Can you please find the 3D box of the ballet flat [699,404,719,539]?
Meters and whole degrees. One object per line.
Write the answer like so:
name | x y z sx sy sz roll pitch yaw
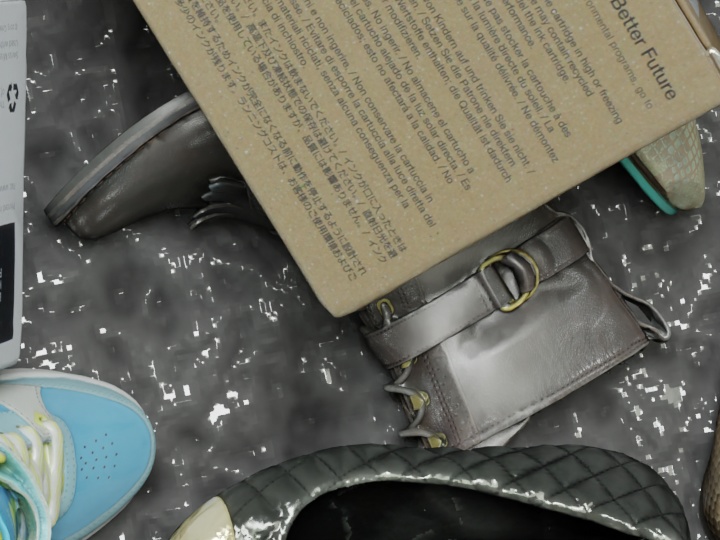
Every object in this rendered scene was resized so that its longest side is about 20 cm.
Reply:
ballet flat | 0.168 0.014 1.156 0.067 0.046 0.201 13 79 -7

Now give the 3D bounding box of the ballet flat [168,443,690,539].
ballet flat | 0.024 0.098 1.094 0.199 0.057 0.067 -7 107 -13

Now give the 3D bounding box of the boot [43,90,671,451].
boot | 0.000 0.000 1.127 0.199 0.069 0.175 -24 93 -4

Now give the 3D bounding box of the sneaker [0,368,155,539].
sneaker | -0.125 0.082 1.029 0.199 0.130 0.080 -14 100 -41

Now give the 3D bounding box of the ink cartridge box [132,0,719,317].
ink cartridge box | 0.010 -0.112 1.028 0.164 0.075 0.201 -29 104 12

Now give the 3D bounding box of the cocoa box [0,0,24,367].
cocoa box | -0.204 -0.024 0.963 0.130 0.200 0.134 4 97 15

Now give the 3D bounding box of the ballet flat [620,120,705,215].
ballet flat | 0.079 -0.112 1.149 0.062 0.067 0.200 -41 88 12
